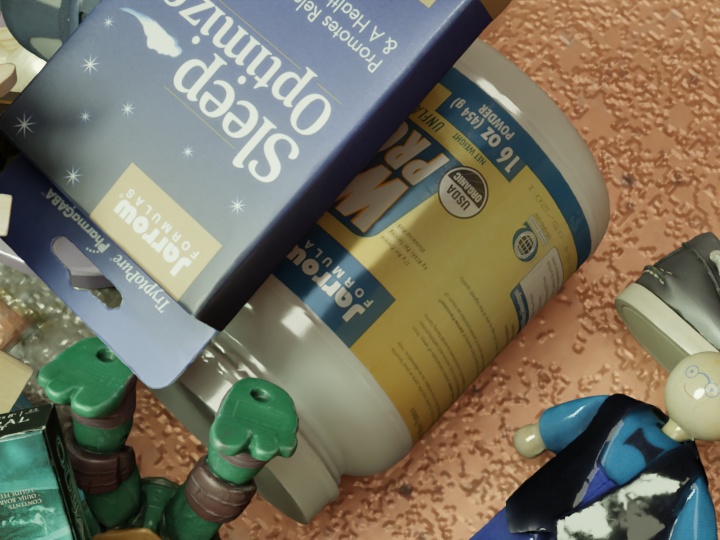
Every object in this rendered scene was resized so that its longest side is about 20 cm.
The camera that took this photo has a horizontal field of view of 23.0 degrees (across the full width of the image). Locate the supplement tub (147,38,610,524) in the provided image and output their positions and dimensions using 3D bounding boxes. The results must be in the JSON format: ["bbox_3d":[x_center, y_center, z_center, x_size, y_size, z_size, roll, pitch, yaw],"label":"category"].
[{"bbox_3d":[0.000,0.000,0.798,0.145,0.145,0.200,40,76,14],"label":"supplement tub"}]

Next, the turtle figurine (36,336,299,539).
[{"bbox_3d":[-0.092,0.126,0.718,0.149,0.200,0.101,5,32,-16],"label":"turtle figurine"}]

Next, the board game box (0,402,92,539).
[{"bbox_3d":[-0.193,0.134,0.652,0.200,0.028,0.135,-12,106,2],"label":"board game box"}]

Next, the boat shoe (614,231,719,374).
[{"bbox_3d":[0.209,0.059,0.811,0.063,0.073,0.200,-44,70,-10],"label":"boat shoe"}]

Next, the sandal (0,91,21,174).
[{"bbox_3d":[-0.213,-0.072,0.746,0.200,0.082,0.055,5,55,4],"label":"sandal"}]

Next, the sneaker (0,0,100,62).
[{"bbox_3d":[-0.072,-0.093,0.727,0.200,0.070,0.082,10,35,19],"label":"sneaker"}]

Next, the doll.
[{"bbox_3d":[0.101,0.117,0.774,0.200,0.048,0.136,-47,48,0],"label":"doll"}]

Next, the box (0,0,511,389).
[{"bbox_3d":[-0.053,-0.066,0.666,0.121,0.032,0.200,42,93,22],"label":"box"}]

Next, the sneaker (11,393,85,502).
[{"bbox_3d":[-0.210,0.070,0.772,0.200,0.131,0.080,33,88,-30],"label":"sneaker"}]

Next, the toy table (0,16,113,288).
[{"bbox_3d":[-0.169,-0.087,0.850,0.200,0.117,0.184,31,74,11],"label":"toy table"}]

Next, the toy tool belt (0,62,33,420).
[{"bbox_3d":[-0.174,-0.046,0.652,0.123,0.125,0.200,6,87,-9],"label":"toy tool belt"}]
